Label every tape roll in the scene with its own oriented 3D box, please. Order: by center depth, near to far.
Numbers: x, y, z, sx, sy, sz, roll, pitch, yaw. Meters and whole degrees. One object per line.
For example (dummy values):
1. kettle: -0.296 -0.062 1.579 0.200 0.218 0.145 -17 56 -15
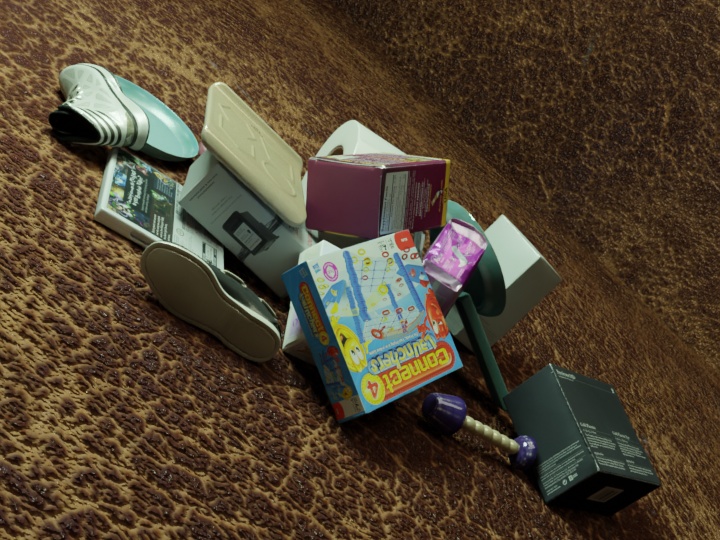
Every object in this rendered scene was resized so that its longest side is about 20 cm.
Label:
1. tape roll: -0.006 -0.125 1.634 0.138 0.204 0.203 31 20 -21

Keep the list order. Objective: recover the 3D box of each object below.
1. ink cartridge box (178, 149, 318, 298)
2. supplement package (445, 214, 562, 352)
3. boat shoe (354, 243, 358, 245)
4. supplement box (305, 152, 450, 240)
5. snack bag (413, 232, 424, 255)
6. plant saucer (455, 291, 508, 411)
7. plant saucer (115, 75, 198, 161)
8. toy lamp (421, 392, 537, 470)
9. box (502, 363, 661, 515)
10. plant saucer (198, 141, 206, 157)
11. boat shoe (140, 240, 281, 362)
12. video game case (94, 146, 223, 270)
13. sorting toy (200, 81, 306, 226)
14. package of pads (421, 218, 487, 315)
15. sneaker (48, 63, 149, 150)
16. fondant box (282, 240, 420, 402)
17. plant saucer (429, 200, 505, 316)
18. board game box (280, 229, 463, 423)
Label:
1. ink cartridge box: -0.150 -0.078 1.382 0.200 0.083 0.146 44 15 -20
2. supplement package: 0.227 0.028 1.711 0.117 0.200 0.117 36 14 -51
3. boat shoe: 0.000 0.000 1.491 0.061 0.075 0.202 23 55 -1
4. supplement box: 0.029 -0.111 1.422 0.129 0.105 0.199 11 14 32
5. snack bag: 0.097 -0.031 1.669 0.021 0.203 0.189 6 20 3
6. plant saucer: 0.193 0.129 1.566 0.070 0.019 0.203 -151 -141 -79
7. plant saucer: -0.337 -0.230 1.510 0.199 0.028 0.201 36 18 -13
8. toy lamp: 0.168 0.226 1.401 0.198 0.058 0.058 29 21 -29
9. box: 0.341 0.263 1.520 0.199 0.104 0.184 22 39 -44
10. plant saucer: -0.178 -0.134 1.564 0.199 0.051 0.201 36 18 -14
11. boat shoe: -0.173 0.029 1.167 0.199 0.074 0.061 37 18 -19
12. video game case: -0.262 -0.074 1.312 0.181 0.023 0.201 32 21 -24
13. sorting toy: -0.149 -0.159 1.365 0.185 0.036 0.201 43 19 -23
14. package of pads: 0.113 0.026 1.485 0.075 0.201 0.121 32 54 5
15. sneaker: -0.385 -0.231 1.349 0.114 0.077 0.200 -5 36 -48
16. fondant box: -0.001 0.071 1.320 0.198 0.058 0.146 28 56 -30
17. plant saucer: 0.164 -0.014 1.576 0.201 0.027 0.201 54 -20 30
18. board game box: 0.019 0.066 1.260 0.199 0.056 0.198 -19 85 -45
